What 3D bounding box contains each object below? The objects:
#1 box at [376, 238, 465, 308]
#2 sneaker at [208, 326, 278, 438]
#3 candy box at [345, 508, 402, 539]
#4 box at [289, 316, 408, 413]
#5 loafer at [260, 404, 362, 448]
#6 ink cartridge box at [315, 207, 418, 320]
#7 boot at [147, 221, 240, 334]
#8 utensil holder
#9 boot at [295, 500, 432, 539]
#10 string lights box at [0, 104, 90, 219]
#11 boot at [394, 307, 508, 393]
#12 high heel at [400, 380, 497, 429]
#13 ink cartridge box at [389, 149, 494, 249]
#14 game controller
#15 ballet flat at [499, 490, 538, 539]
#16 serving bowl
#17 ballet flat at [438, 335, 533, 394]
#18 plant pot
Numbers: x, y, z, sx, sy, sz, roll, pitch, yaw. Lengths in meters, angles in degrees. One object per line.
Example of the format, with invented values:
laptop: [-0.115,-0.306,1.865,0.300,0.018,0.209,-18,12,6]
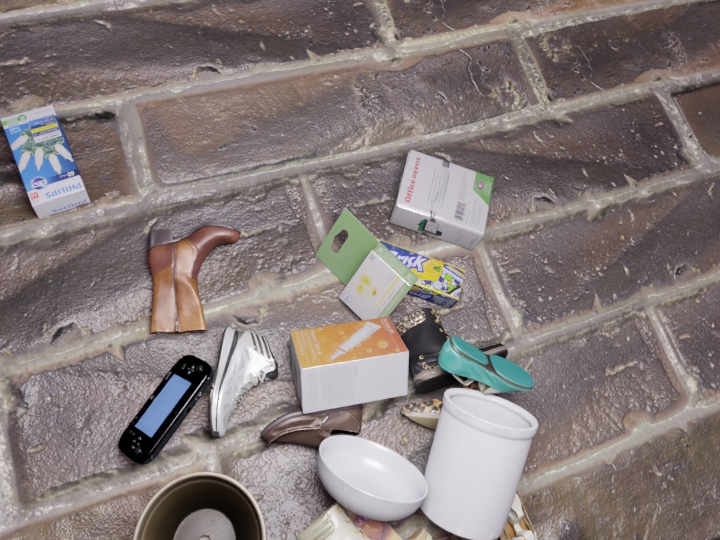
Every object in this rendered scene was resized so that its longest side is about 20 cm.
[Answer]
box: [0.108,0.008,1.321,0.196,0.064,0.071,20,66,-4]
sneaker: [-0.209,0.206,1.172,0.113,0.076,0.205,9,65,-6]
candy box: [-0.038,0.494,1.105,0.199,0.057,0.117,-41,81,-24]
box: [-0.023,0.170,1.183,0.196,0.099,0.125,-7,28,-14]
loafer: [-0.082,0.288,1.166,0.196,0.073,0.072,-11,70,-15]
ink cartridge box: [0.000,0.000,1.258,0.200,0.146,0.048,43,38,7]
boot: [-0.312,0.015,1.231,0.184,0.069,0.204,-6,71,-14]
utensil holder: [0.198,0.331,1.120,0.166,0.170,0.204,15,98,-5]
boot: [0.008,0.445,1.067,0.198,0.072,0.156,-29,74,-20]
string lights box: [-0.616,-0.214,1.264,0.101,0.059,0.203,-22,75,-20]
boot: [0.171,0.141,1.254,0.196,0.074,0.152,-18,52,-9]
high heel: [0.174,0.233,1.253,0.195,0.072,0.145,7,56,-6]
ink cartridge box: [0.173,-0.152,1.386,0.196,0.085,0.149,18,66,-4]
game controller: [-0.340,0.239,1.129,0.103,0.042,0.201,17,62,36]
ballet flat: [0.283,0.464,1.176,0.069,0.065,0.203,-20,74,-19]
serving bowl: [0.013,0.359,1.089,0.196,0.200,0.067,20,100,-3]
ballet flat: [0.220,0.183,1.165,0.197,0.071,0.068,27,29,-20]
plant pot: [-0.249,0.433,1.021,0.195,0.174,0.204,4,67,-9]
